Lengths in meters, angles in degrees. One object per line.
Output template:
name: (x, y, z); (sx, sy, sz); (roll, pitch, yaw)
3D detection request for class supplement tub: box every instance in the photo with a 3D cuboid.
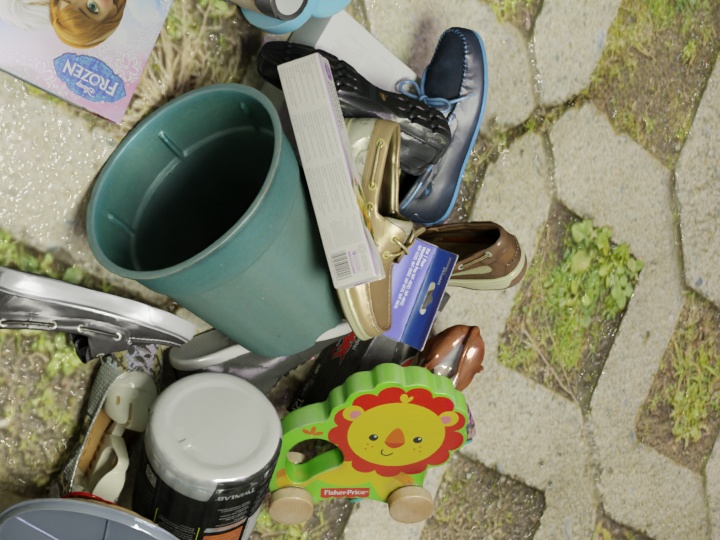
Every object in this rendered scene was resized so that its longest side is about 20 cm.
supplement tub: (-0.148, 0.196, 1.129); (0.122, 0.123, 0.200); (-21, 150, -32)

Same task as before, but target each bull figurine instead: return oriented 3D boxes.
bull figurine: (0.086, 0.113, 1.312); (0.122, 0.065, 0.200); (-51, 170, -15)

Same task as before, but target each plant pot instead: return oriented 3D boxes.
plant pot: (-0.107, -0.030, 1.098); (0.200, 0.200, 0.196); (-54, 136, -11)

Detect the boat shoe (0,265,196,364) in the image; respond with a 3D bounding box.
boat shoe: (-0.242, 0.050, 1.082); (0.200, 0.070, 0.066); (18, 86, -38)

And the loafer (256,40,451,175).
loafer: (-0.011, -0.147, 1.130); (0.200, 0.068, 0.070); (25, 126, -18)

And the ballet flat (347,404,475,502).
ballet flat: (0.049, 0.191, 1.369); (0.200, 0.069, 0.071); (-21, 98, -35)

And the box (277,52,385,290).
box: (-0.025, -0.084, 1.037); (0.039, 0.041, 0.201); (10, 64, -76)

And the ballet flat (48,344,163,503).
ballet flat: (-0.226, 0.152, 1.132); (0.072, 0.072, 0.201); (24, 89, -40)

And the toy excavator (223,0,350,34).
toy excavator: (-0.027, -0.300, 1.140); (0.200, 0.100, 0.195); (22, 92, -53)

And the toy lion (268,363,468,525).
toy lion: (0.005, 0.171, 1.218); (0.199, 0.069, 0.192); (0, 130, -5)

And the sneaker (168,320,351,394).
sneaker: (-0.095, 0.102, 1.222); (0.200, 0.071, 0.099); (-16, 115, -27)

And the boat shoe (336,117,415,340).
boat shoe: (0.013, -0.037, 1.078); (0.074, 0.066, 0.201); (-26, 111, -69)

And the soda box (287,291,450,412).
soda box: (0.010, 0.088, 1.300); (0.071, 0.063, 0.200); (37, 81, -39)

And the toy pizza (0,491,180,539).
toy pizza: (-0.232, 0.254, 1.101); (0.200, 0.200, 0.032); (51, 37, -36)

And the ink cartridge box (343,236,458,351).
ink cartridge box: (0.000, 0.000, 1.174); (0.039, 0.200, 0.100); (20, 90, -44)

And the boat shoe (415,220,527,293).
boat shoe: (0.063, -0.019, 1.229); (0.075, 0.202, 0.075); (53, 35, -51)

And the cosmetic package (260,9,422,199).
cosmetic package: (-0.008, -0.148, 1.218); (0.200, 0.052, 0.151); (35, 79, -39)

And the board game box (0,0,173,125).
board game box: (-0.248, -0.251, 1.003); (0.200, 0.041, 0.200); (23, 89, -40)

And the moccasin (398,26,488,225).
moccasin: (0.075, -0.142, 1.203); (0.068, 0.080, 0.201); (3, 101, -35)
